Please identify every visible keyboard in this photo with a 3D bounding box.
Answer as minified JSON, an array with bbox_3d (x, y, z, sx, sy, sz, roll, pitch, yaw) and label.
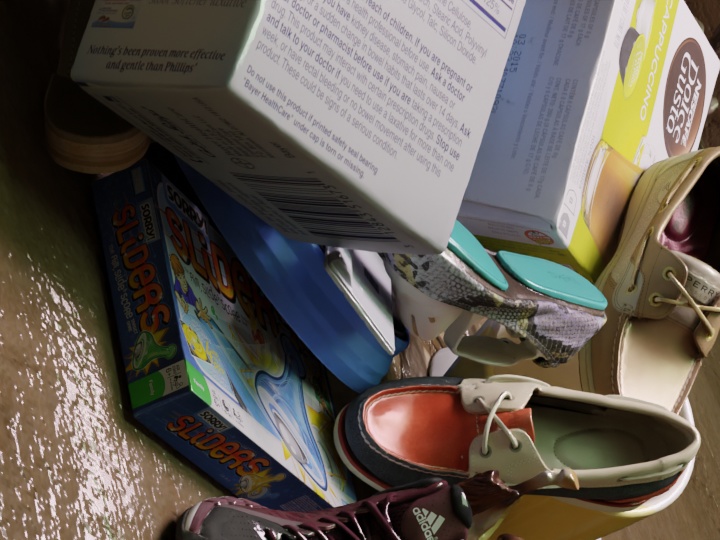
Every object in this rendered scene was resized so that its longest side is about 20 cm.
[{"bbox_3d":[0.000,0.000,1.311,0.057,0.011,0.200,59,6,-10],"label":"keyboard"}]

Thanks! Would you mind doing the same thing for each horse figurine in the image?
[{"bbox_3d":[0.071,0.181,1.320,0.050,0.132,0.201,-92,162,-58],"label":"horse figurine"}]

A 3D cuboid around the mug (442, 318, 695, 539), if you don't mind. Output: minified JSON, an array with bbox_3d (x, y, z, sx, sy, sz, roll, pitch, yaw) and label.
[{"bbox_3d":[0.080,0.109,1.456,0.186,0.153,0.150,-1,62,-38],"label":"mug"}]

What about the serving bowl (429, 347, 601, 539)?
[{"bbox_3d":[0.119,0.137,1.716,0.201,0.065,0.201,57,19,-32],"label":"serving bowl"}]

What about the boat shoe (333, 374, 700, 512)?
[{"bbox_3d":[0.085,0.090,1.327,0.198,0.063,0.072,9,65,-20],"label":"boat shoe"}]

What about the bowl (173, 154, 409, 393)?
[{"bbox_3d":[-0.040,-0.026,1.358,0.201,0.039,0.201,54,7,-10],"label":"bowl"}]

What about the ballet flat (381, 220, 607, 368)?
[{"bbox_3d":[0.059,0.013,1.329,0.200,0.072,0.072,25,42,-47],"label":"ballet flat"}]

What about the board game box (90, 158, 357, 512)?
[{"bbox_3d":[-0.066,0.048,1.262,0.200,0.034,0.136,45,26,-55],"label":"board game box"}]

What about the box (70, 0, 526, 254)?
[{"bbox_3d":[-0.018,-0.137,1.190,0.184,0.104,0.201,36,67,-47],"label":"box"}]

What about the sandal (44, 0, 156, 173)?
[{"bbox_3d":[-0.119,-0.091,1.266,0.212,0.077,0.070,-74,171,-56],"label":"sandal"}]

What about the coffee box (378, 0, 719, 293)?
[{"bbox_3d":[0.087,-0.092,1.538,0.198,0.199,0.201,44,60,-58],"label":"coffee box"}]

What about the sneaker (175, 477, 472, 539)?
[{"bbox_3d":[-0.008,0.129,1.192,0.076,0.115,0.200,70,15,10],"label":"sneaker"}]

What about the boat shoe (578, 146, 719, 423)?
[{"bbox_3d":[0.180,0.010,1.430,0.074,0.066,0.201,28,59,-21],"label":"boat shoe"}]
